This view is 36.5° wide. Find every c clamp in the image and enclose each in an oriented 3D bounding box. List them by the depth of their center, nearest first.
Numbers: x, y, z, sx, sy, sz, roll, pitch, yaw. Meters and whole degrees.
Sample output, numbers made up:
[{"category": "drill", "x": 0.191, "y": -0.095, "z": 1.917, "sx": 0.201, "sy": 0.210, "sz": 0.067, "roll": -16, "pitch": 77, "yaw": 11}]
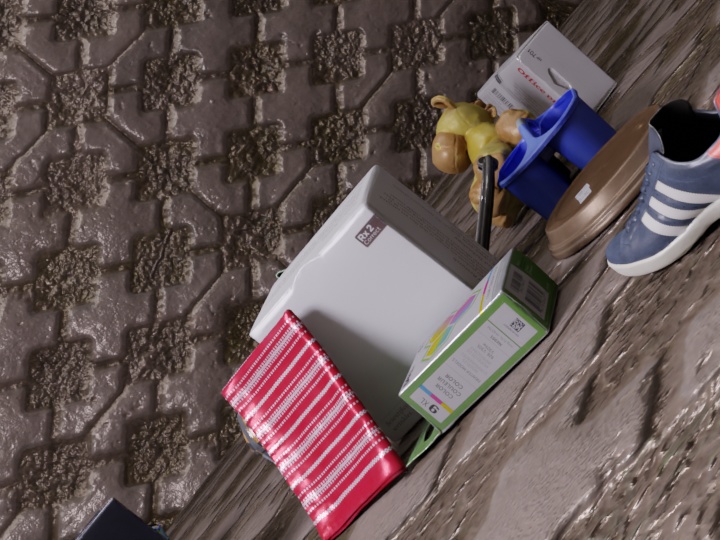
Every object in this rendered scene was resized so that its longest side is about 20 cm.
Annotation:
[{"category": "c clamp", "x": 0.153, "y": -0.064, "z": 1.383, "sx": 0.171, "sy": 0.027, "sz": 0.200, "roll": -77, "pitch": -9, "yaw": -51}]

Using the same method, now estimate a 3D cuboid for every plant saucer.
[{"category": "plant saucer", "x": 0.254, "y": -0.095, "z": 1.112, "sx": 0.200, "sy": 0.029, "sz": 0.200, "roll": -50, "pitch": 4, "yaw": 5}]

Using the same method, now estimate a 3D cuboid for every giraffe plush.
[{"category": "giraffe plush", "x": 0.169, "y": -0.178, "z": 1.530, "sx": 0.200, "sy": 0.162, "sz": 0.173, "roll": -47, "pitch": -29, "yaw": -33}]

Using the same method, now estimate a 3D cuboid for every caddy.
[{"category": "caddy", "x": 0.229, "y": -0.148, "z": 1.325, "sx": 0.141, "sy": 0.105, "sz": 0.200, "roll": -49, "pitch": 4, "yaw": 17}]

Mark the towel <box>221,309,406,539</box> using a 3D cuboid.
[{"category": "towel", "x": -0.052, "y": 0.157, "z": 1.094, "sx": 0.022, "sy": 0.200, "sz": 0.145, "roll": -17, "pitch": -26, "yaw": -51}]

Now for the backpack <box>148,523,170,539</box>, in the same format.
[{"category": "backpack", "x": -0.347, "y": 0.498, "z": 1.693, "sx": 0.200, "sy": 0.135, "sz": 0.183, "roll": -52, "pitch": 3, "yaw": -18}]

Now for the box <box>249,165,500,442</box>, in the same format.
[{"category": "box", "x": 0.026, "y": 0.034, "z": 1.158, "sx": 0.199, "sy": 0.200, "sz": 0.131, "roll": -48, "pitch": 10, "yaw": 23}]

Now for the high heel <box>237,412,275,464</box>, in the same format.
[{"category": "high heel", "x": -0.067, "y": 0.180, "z": 1.378, "sx": 0.071, "sy": 0.143, "sz": 0.200, "roll": -48, "pitch": 4, "yaw": 33}]

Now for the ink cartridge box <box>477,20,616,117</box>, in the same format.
[{"category": "ink cartridge box", "x": 0.284, "y": -0.279, "z": 1.695, "sx": 0.086, "sy": 0.146, "sz": 0.200, "roll": -49, "pitch": 3, "yaw": -14}]

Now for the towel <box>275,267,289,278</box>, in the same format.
[{"category": "towel", "x": 0.000, "y": 0.000, "z": 1.318, "sx": 0.152, "sy": 0.023, "sz": 0.200, "roll": -13, "pitch": -7, "yaw": 12}]

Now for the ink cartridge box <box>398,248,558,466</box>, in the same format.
[{"category": "ink cartridge box", "x": 0.095, "y": 0.081, "z": 1.022, "sx": 0.200, "sy": 0.059, "sz": 0.104, "roll": -49, "pitch": 4, "yaw": 26}]

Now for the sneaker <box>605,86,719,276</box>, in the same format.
[{"category": "sneaker", "x": 0.220, "y": -0.067, "z": 0.762, "sx": 0.075, "sy": 0.084, "sz": 0.200, "roll": -53, "pitch": 4, "yaw": -36}]

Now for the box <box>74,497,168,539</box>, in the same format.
[{"category": "box", "x": -0.246, "y": 0.366, "z": 1.248, "sx": 0.104, "sy": 0.200, "sz": 0.182, "roll": -52, "pitch": 3, "yaw": -22}]
